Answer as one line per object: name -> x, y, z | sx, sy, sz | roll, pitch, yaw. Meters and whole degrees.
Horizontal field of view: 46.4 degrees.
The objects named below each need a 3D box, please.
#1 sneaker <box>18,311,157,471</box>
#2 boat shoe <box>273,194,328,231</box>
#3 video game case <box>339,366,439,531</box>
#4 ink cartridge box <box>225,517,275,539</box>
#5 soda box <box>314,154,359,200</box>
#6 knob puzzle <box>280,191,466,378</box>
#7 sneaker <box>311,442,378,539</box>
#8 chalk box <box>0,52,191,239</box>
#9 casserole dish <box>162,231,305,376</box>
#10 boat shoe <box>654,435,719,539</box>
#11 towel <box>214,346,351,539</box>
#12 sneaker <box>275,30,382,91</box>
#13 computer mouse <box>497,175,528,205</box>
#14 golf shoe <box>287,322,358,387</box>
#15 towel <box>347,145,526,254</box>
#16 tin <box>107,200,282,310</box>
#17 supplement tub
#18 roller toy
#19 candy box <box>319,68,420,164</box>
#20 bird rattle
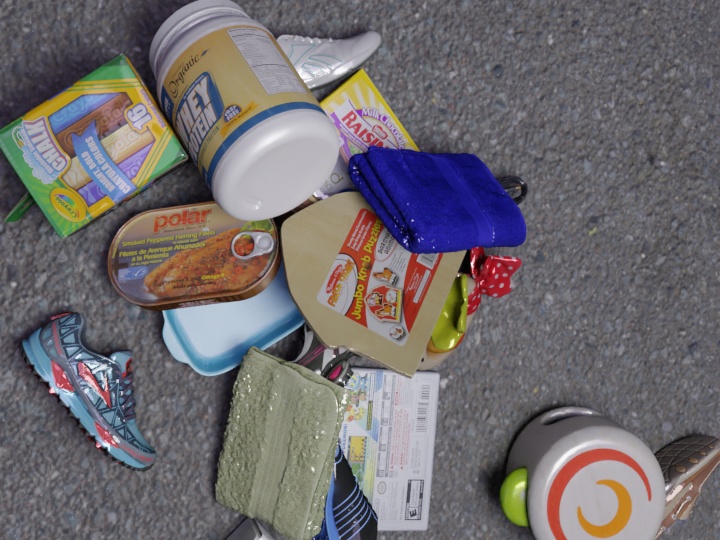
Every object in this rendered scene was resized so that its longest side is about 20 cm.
sneaker -> -0.282, 0.133, 0.934 | 0.095, 0.079, 0.201 | -40, 102, -14
boat shoe -> -0.053, -0.026, 0.964 | 0.067, 0.072, 0.201 | -43, 92, -25
video game case -> 0.007, 0.224, 1.055 | 0.179, 0.022, 0.205 | 5, 90, -17
ink cartridge box -> -0.111, 0.418, 0.988 | 0.145, 0.087, 0.201 | -43, 104, -12
soda box -> -0.042, -0.098, 1.008 | 0.063, 0.068, 0.201 | -41, 102, -14
knob puzzle -> 0.000, 0.000, 0.926 | 0.215, 0.031, 0.224 | 5, 68, -12
sneaker -> -0.021, 0.283, 1.008 | 0.077, 0.070, 0.205 | -5, 88, -38
chalk box -> -0.296, -0.118, 0.893 | 0.198, 0.125, 0.125 | -32, 101, -5
casserole dish -> -0.143, 0.038, 0.996 | 0.198, 0.039, 0.123 | -31, 99, -15
boat shoe -> 0.428, 0.308, 1.165 | 0.199, 0.076, 0.072 | -38, 105, -4
towel -> -0.095, 0.200, 0.961 | 0.146, 0.036, 0.204 | 19, 104, 21
sneaker -> -0.064, -0.250, 0.999 | 0.198, 0.070, 0.081 | -29, 96, -14
computer mouse -> 0.128, -0.090, 1.061 | 0.196, 0.034, 0.059 | -6, 59, -25
golf shoe -> -0.023, 0.074, 1.009 | 0.087, 0.077, 0.201 | 36, 65, 5
towel -> 0.093, -0.085, 0.950 | 0.198, 0.050, 0.148 | -7, 50, -44
tin -> -0.184, -0.017, 0.942 | 0.196, 0.042, 0.114 | -7, 76, 6
supplement tub -> -0.126, -0.170, 0.881 | 0.143, 0.145, 0.202 | -28, 66, -14
roller toy -> 0.285, 0.277, 1.080 | 0.199, 0.140, 0.183 | 41, 90, -8
candy box -> 0.022, -0.139, 1.049 | 0.102, 0.026, 0.201 | -41, 103, -16
bird rattle -> 0.104, 0.044, 1.036 | 0.112, 0.199, 0.165 | 31, 116, 20
